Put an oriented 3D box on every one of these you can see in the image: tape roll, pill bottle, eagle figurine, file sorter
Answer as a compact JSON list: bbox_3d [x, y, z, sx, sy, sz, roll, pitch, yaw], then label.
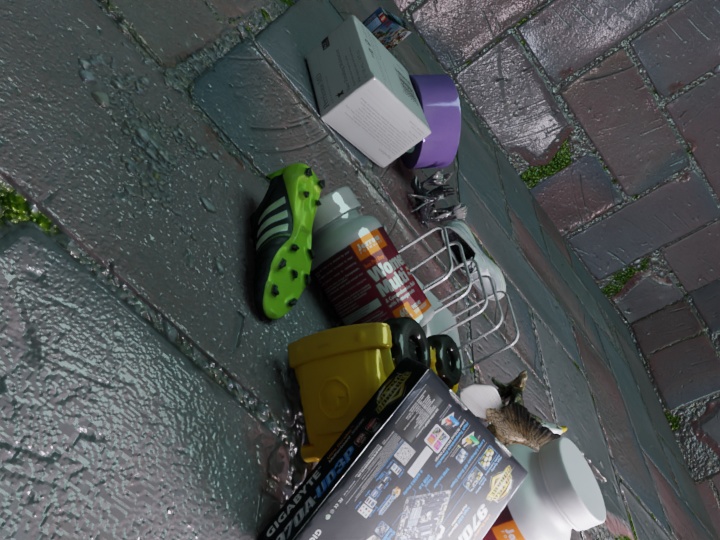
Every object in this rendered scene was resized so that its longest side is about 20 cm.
[{"bbox_3d":[0.144,-0.326,1.331,0.200,0.085,0.201,174,-90,-77],"label":"tape roll"},{"bbox_3d":[0.141,0.252,0.632,0.113,0.200,0.113,42,28,-29],"label":"pill bottle"},{"bbox_3d":[0.243,0.247,0.878,0.200,0.150,0.152,-102,169,-48],"label":"eagle figurine"},{"bbox_3d":[0.000,0.000,0.780,0.200,0.109,0.110,58,24,1],"label":"pill bottle"},{"bbox_3d":[0.145,0.046,0.982,0.200,0.124,0.139,42,28,-30],"label":"file sorter"}]

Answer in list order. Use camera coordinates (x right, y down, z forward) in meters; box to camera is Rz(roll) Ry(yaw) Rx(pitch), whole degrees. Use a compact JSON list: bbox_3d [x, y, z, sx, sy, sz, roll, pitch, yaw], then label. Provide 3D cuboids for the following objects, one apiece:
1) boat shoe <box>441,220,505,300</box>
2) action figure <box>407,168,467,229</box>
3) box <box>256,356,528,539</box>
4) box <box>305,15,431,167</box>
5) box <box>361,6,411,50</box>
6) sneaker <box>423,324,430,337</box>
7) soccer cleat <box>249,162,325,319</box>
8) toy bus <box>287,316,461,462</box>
[{"bbox_3d":[0.238,-0.017,1.314,0.071,0.070,0.201,-20,75,-54],"label":"boat shoe"},{"bbox_3d":[0.169,-0.155,1.297,0.200,0.102,0.119,-16,86,-66],"label":"action figure"},{"bbox_3d":[0.035,0.201,0.520,0.159,0.200,0.046,46,-15,-22],"label":"box"},{"bbox_3d":[0.015,-0.350,1.200,0.200,0.130,0.200,29,37,-46],"label":"box"},{"bbox_3d":[0.038,-0.579,1.512,0.038,0.136,0.200,56,24,2],"label":"box"},{"bbox_3d":[0.071,0.145,0.809,0.201,0.070,0.080,-89,155,-47],"label":"sneaker"},{"bbox_3d":[-0.095,-0.034,0.701,0.068,0.081,0.201,43,49,-47],"label":"soccer cleat"},{"bbox_3d":[0.029,0.160,0.638,0.200,0.135,0.193,25,53,-53],"label":"toy bus"}]
